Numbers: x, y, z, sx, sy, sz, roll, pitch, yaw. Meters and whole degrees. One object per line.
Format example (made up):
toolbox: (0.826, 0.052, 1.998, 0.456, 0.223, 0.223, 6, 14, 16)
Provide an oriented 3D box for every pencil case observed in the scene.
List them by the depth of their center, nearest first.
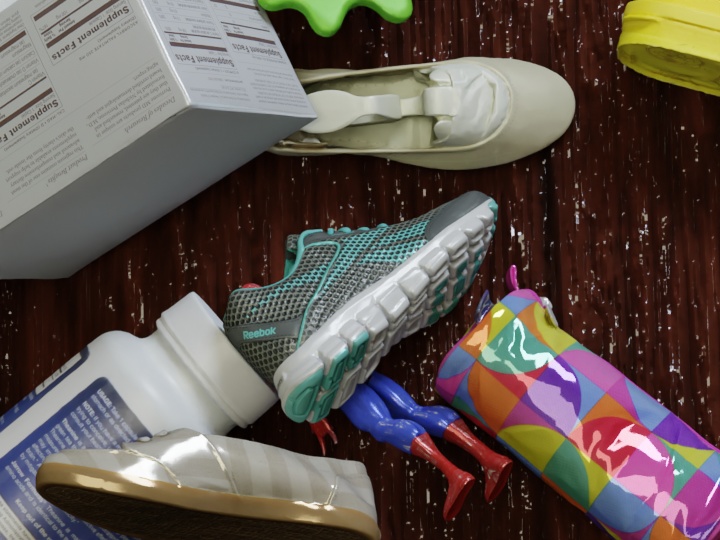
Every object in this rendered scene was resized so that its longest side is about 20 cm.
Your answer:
pencil case: (0.135, 0.091, 1.656, 0.200, 0.088, 0.088, 42, 88, 9)

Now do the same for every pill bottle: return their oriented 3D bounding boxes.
pill bottle: (-0.149, 0.107, 1.671, 0.200, 0.111, 0.111, -40, 79, 0)

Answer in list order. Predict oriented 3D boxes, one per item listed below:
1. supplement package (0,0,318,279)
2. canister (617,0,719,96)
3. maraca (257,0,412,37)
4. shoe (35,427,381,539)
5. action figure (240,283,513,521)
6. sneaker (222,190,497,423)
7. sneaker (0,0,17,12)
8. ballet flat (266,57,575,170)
supplement package: (-0.157, -0.088, 1.649, 0.200, 0.156, 0.111, -31, 77, 23)
canister: (0.248, -0.203, 1.684, 0.149, 0.087, 0.200, 15, 82, 8)
maraca: (-0.024, -0.232, 1.704, 0.137, 0.107, 0.200, -13, 71, -11)
shoe: (-0.085, 0.121, 1.610, 0.200, 0.070, 0.053, 11, 64, -17)
action figure: (-0.002, 0.071, 1.681, 0.200, 0.065, 0.052, 42, 130, 24)
sneaker: (0.000, 0.000, 1.656, 0.091, 0.078, 0.200, 38, 51, 18)
sneaker: (-0.194, -0.169, 1.746, 0.200, 0.100, 0.075, -23, 122, 19)
ballet flat: (0.027, -0.094, 1.703, 0.200, 0.069, 0.069, -4, 81, 6)
